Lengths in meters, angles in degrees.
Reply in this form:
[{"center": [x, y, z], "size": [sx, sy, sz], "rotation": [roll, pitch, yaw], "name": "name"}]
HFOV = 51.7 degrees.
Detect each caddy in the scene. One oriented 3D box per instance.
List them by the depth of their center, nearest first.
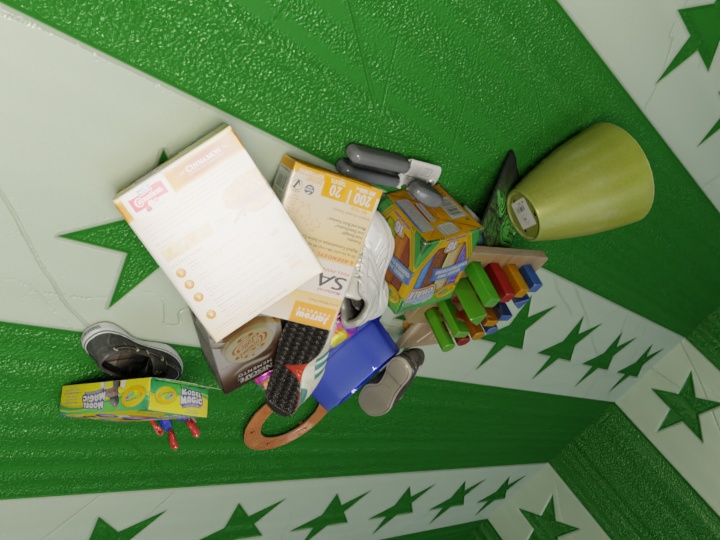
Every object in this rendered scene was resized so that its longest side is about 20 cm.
[{"center": [-0.025, 0.160, 1.340], "size": [0.200, 0.105, 0.141], "rotation": [-42, 172, 6], "name": "caddy"}]

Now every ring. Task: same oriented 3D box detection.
[{"center": [-0.140, 0.281, 1.456], "size": [0.200, 0.019, 0.200], "rotation": [-25, 145, -19], "name": "ring"}]

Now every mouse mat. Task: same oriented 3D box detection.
[{"center": [0.252, -0.095, 1.299], "size": [0.161, 0.008, 0.200], "rotation": [-66, 154, -17], "name": "mouse mat"}]

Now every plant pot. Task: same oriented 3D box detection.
[{"center": [0.357, -0.131, 1.273], "size": [0.200, 0.187, 0.187], "rotation": [-24, 146, -16], "name": "plant pot"}]

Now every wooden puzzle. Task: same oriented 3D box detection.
[{"center": [0.164, 0.081, 1.472], "size": [0.200, 0.046, 0.185], "rotation": [-7, 142, -47], "name": "wooden puzzle"}]

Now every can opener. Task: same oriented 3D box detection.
[{"center": [0.053, -0.139, 1.075], "size": [0.200, 0.066, 0.053], "rotation": [9, 125, -43], "name": "can opener"}]

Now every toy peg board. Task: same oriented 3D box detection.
[{"center": [0.218, 0.060, 1.307], "size": [0.199, 0.098, 0.200], "rotation": [3, 140, -36], "name": "toy peg board"}]

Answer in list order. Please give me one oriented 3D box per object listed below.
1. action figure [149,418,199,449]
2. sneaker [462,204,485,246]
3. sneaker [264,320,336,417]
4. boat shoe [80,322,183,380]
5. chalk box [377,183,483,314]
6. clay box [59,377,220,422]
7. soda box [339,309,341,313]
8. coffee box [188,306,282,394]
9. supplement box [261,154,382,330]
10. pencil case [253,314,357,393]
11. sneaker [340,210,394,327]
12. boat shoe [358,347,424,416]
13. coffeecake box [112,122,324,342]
[{"center": [-0.306, 0.231, 1.195], "size": [0.065, 0.052, 0.200], "rotation": [-24, 147, -12], "name": "action figure"}, {"center": [0.185, -0.037, 1.323], "size": [0.080, 0.071, 0.200], "rotation": [-37, 149, -8], "name": "sneaker"}, {"center": [-0.083, 0.126, 1.148], "size": [0.200, 0.070, 0.093], "rotation": [-69, 167, 20], "name": "sneaker"}, {"center": [-0.317, 0.134, 1.055], "size": [0.069, 0.057, 0.200], "rotation": [-40, 149, 4], "name": "boat shoe"}, {"center": [0.085, -0.020, 1.196], "size": [0.124, 0.125, 0.200], "rotation": [-13, 139, -34], "name": "chalk box"}, {"center": [-0.305, 0.182, 1.036], "size": [0.200, 0.048, 0.115], "rotation": [-8, 161, 30], "name": "clay box"}, {"center": [-0.090, 0.010, 1.109], "size": [0.063, 0.071, 0.200], "rotation": [-34, 148, -5], "name": "soda box"}, {"center": [-0.181, 0.082, 1.101], "size": [0.114, 0.080, 0.200], "rotation": [-27, 146, -19], "name": "coffee box"}, {"center": [-0.068, -0.035, 0.972], "size": [0.126, 0.074, 0.200], "rotation": [15, 101, -23], "name": "supplement box"}, {"center": [-0.099, 0.121, 1.233], "size": [0.200, 0.088, 0.088], "rotation": [-38, 148, -1], "name": "pencil case"}, {"center": [0.000, 0.000, 1.117], "size": [0.099, 0.078, 0.200], "rotation": [-42, 134, -55], "name": "sneaker"}, {"center": [0.060, 0.206, 1.359], "size": [0.057, 0.067, 0.200], "rotation": [-28, 161, -38], "name": "boat shoe"}, {"center": [-0.162, -0.045, 0.864], "size": [0.153, 0.073, 0.200], "rotation": [-34, 109, -4], "name": "coffeecake box"}]
